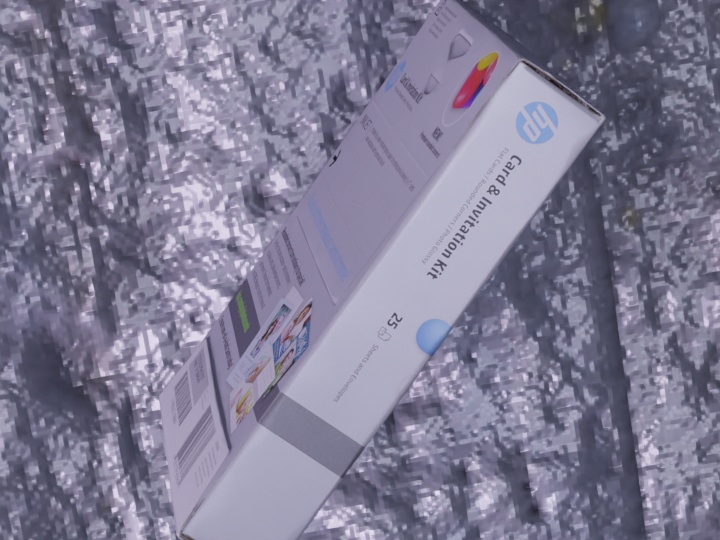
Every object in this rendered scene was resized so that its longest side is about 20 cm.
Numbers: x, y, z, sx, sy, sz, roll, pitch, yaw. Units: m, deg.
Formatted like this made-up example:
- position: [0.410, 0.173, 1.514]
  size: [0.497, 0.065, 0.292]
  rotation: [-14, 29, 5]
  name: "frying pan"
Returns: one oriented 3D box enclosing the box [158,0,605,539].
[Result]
- position: [0.000, 0.000, 0.874]
  size: [0.041, 0.156, 0.200]
  rotation: [32, 98, -14]
  name: "box"
